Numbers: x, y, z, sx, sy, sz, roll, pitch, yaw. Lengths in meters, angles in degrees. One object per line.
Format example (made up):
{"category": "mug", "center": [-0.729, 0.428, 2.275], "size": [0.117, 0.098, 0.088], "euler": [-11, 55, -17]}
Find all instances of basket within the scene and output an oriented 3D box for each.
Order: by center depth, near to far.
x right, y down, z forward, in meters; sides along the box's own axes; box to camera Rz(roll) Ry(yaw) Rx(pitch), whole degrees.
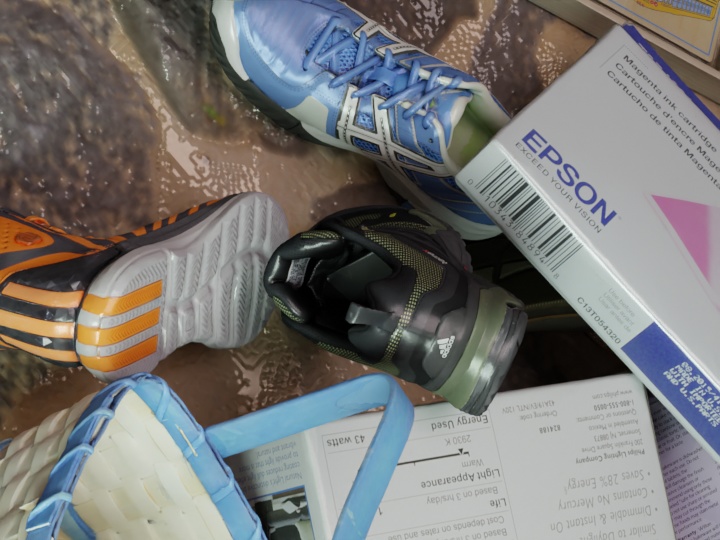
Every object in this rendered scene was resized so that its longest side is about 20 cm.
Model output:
{"category": "basket", "center": [-0.080, 0.123, 1.114], "size": [0.139, 0.200, 0.176], "euler": [54, 37, -25]}

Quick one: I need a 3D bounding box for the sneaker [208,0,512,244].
{"category": "sneaker", "center": [0.015, -0.090, 1.336], "size": [0.200, 0.077, 0.076], "euler": [31, 65, -20]}

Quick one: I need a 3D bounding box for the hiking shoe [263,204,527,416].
{"category": "hiking shoe", "center": [0.000, 0.000, 1.237], "size": [0.101, 0.200, 0.076], "euler": [26, 92, -25]}

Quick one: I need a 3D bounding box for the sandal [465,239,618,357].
{"category": "sandal", "center": [0.131, 0.019, 1.382], "size": [0.200, 0.082, 0.055], "euler": [-6, 124, -19]}

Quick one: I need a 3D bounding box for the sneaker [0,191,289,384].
{"category": "sneaker", "center": [-0.115, -0.004, 1.239], "size": [0.200, 0.112, 0.078], "euler": [-16, 116, -64]}

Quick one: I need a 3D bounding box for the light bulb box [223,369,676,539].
{"category": "light bulb box", "center": [0.043, 0.164, 1.261], "size": [0.198, 0.125, 0.200], "euler": [-7, 82, -32]}

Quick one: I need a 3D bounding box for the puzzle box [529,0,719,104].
{"category": "puzzle box", "center": [0.163, -0.181, 1.476], "size": [0.200, 0.025, 0.133], "euler": [25, 67, -23]}

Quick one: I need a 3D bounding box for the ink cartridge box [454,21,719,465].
{"category": "ink cartridge box", "center": [0.166, -0.026, 1.329], "size": [0.196, 0.043, 0.200], "euler": [46, 43, 0]}

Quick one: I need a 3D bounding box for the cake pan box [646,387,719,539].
{"category": "cake pan box", "center": [0.211, 0.130, 1.393], "size": [0.200, 0.052, 0.184], "euler": [-26, 99, -26]}
